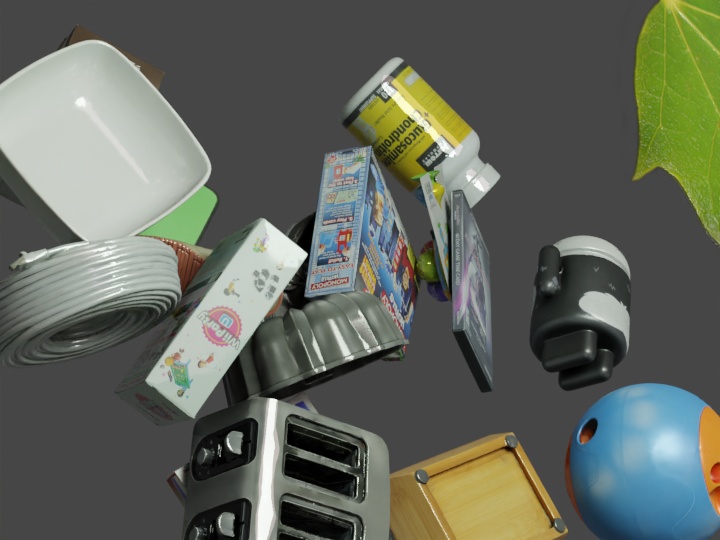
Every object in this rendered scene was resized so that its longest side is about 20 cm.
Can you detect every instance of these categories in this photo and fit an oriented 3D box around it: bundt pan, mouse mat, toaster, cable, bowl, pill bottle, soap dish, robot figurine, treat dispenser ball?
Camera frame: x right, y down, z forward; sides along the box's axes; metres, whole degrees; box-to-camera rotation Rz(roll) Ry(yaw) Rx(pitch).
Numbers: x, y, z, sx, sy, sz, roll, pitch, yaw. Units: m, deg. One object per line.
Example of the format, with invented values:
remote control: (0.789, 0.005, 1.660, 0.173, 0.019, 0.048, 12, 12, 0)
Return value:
bundt pan: (-0.057, 0.079, 1.632, 0.202, 0.202, 0.076, -17, 82, -43)
mouse mat: (-0.259, -0.086, 1.740, 0.200, 0.008, 0.161, 36, 45, -13)
toaster: (-0.068, 0.241, 1.551, 0.200, 0.119, 0.181, 23, 56, -31)
cable: (-0.265, 0.031, 1.515, 0.200, 0.200, 0.069, -16, 75, -22)
bowl: (-0.273, -0.115, 1.580, 0.200, 0.075, 0.200, 50, 48, 0)
pill bottle: (0.076, -0.160, 1.972, 0.200, 0.112, 0.112, 45, 44, -2)
soap dish: (0.123, 0.268, 1.732, 0.200, 0.081, 0.158, -15, 71, -42)
robot figurine: (0.272, 0.051, 1.971, 0.125, 0.150, 0.200, 9, 51, 2)
treat dispenser ball: (0.337, 0.231, 1.837, 0.201, 0.201, 0.201, 20, 50, -26)

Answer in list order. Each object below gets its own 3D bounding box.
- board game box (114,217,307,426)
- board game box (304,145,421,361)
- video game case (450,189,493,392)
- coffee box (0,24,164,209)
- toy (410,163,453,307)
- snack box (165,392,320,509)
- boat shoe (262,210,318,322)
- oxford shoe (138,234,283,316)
board game box: (-0.151, 0.053, 1.575, 0.064, 0.148, 0.200, 38, 71, -11)
board game box: (0.000, 0.000, 1.783, 0.200, 0.062, 0.200, -73, 148, -49)
video game case: (0.133, 0.024, 1.890, 0.143, 0.019, 0.200, 62, 25, -52)
coffee box: (-0.298, -0.150, 1.691, 0.114, 0.080, 0.200, 28, 49, -20)
toy: (0.091, -0.020, 1.884, 0.115, 0.047, 0.200, -40, 121, -71)
snack box: (-0.109, 0.198, 1.642, 0.200, 0.024, 0.072, -29, 82, -45)
boat shoe: (-0.065, 0.010, 1.778, 0.070, 0.066, 0.200, 33, 46, -14)
oxford shoe: (-0.185, 0.004, 1.697, 0.200, 0.071, 0.074, 19, 9, -19)
